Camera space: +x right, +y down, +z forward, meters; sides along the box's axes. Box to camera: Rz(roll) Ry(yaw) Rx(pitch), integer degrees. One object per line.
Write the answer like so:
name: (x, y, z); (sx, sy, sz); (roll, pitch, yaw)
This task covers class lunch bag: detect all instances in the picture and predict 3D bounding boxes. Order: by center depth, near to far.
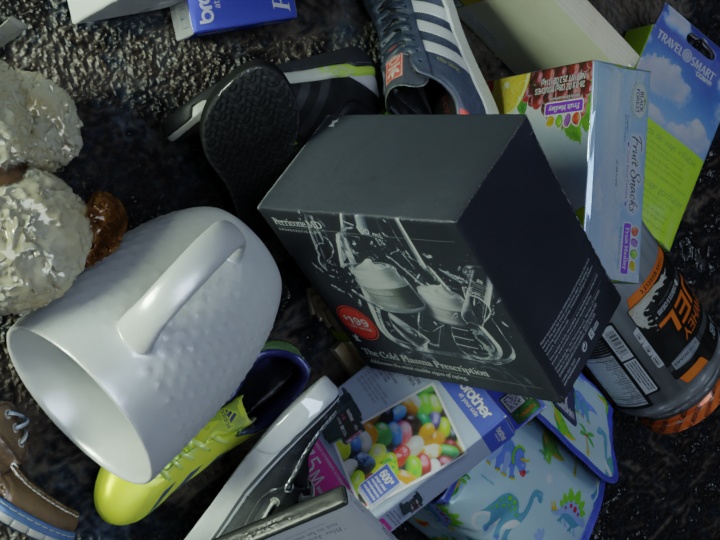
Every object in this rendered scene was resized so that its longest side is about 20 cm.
lunch bag: (0.132, 0.152, 1.133); (0.170, 0.127, 0.202); (43, 62, -28)

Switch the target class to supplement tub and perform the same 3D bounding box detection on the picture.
supplement tub: (0.246, 0.046, 1.191); (0.123, 0.122, 0.201); (-48, 113, -19)

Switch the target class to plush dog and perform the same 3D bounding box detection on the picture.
plush dog: (-0.247, -0.052, 0.875); (0.199, 0.161, 0.173); (-30, 82, -26)

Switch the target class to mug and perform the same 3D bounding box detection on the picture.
mug: (-0.137, 0.032, 0.938); (0.148, 0.200, 0.175); (44, 61, 2)

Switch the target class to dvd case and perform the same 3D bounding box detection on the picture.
dvd case: (-0.034, 0.236, 1.004); (0.141, 0.018, 0.200); (-24, 141, 11)

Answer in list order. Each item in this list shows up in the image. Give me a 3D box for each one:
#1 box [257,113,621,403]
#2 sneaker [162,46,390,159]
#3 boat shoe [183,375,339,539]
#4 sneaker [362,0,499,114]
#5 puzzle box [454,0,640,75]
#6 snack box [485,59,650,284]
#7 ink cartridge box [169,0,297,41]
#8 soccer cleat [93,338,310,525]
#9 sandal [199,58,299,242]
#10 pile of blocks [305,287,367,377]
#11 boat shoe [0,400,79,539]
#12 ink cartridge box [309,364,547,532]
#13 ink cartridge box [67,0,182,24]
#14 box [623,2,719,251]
box: (0.057, -0.012, 0.957); (0.105, 0.198, 0.183); (-53, 127, -27)
sneaker: (-0.058, -0.120, 1.044); (0.198, 0.071, 0.084); (-20, 92, -27)
boat shoe: (-0.066, 0.169, 1.000); (0.068, 0.072, 0.201); (38, 107, 3)
sneaker: (0.040, -0.180, 1.075); (0.084, 0.075, 0.202); (-27, 85, -44)
puzzle box: (0.131, -0.230, 1.117); (0.200, 0.133, 0.026); (41, 73, -24)
snack box: (0.150, -0.076, 1.092); (0.067, 0.199, 0.172); (4, 89, -28)
ink cartridge box: (-0.116, -0.290, 1.029); (0.093, 0.044, 0.203); (-15, 98, -26)
soccer cleat: (-0.122, 0.121, 1.010); (0.200, 0.083, 0.065); (-39, 109, -22)
sandal: (-0.082, -0.093, 0.999); (0.074, 0.201, 0.046); (-15, 59, -6)
pile of blocks: (0.000, 0.000, 1.088); (0.081, 0.062, 0.203); (-17, 98, -28)
boat shoe: (-0.273, 0.124, 0.933); (0.199, 0.072, 0.073); (40, 71, -23)
ink cartridge box: (0.036, 0.123, 1.046); (0.199, 0.120, 0.042); (-36, 143, -4)
ink cartridge box: (-0.177, -0.292, 0.938); (0.083, 0.145, 0.203); (-17, 99, -26)
box: (0.279, -0.135, 1.249); (0.121, 0.047, 0.202); (31, 76, -27)
